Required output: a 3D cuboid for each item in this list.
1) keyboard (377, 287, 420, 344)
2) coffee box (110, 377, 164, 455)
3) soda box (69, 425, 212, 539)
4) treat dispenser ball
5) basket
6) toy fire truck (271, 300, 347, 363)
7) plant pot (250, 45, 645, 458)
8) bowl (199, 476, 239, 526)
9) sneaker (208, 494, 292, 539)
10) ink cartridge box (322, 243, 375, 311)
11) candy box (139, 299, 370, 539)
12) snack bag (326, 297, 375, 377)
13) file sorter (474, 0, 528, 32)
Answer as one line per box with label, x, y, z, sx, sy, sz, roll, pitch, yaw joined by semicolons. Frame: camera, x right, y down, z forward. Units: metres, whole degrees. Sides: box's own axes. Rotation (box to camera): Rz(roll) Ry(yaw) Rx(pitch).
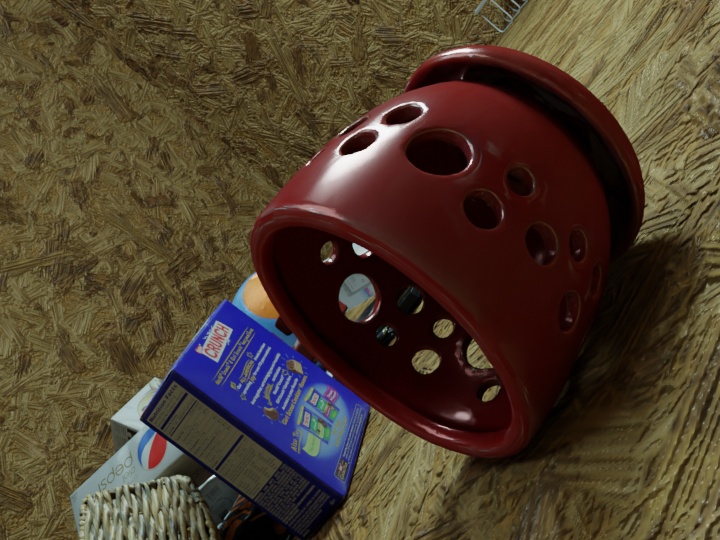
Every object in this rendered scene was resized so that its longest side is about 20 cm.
keyboard;0.014;0.104;1.093;0.201;0.020;0.127;-54;-1;18
coffee box;-0.260;0.252;1.265;0.113;0.196;0.081;-46;-34;-51
soda box;-0.217;0.215;0.898;0.199;0.068;0.064;-42;53;14
treat dispenser ball;-0.121;0.089;1.408;0.202;0.200;0.201;-52;5;7
basket;-0.188;0.323;0.809;0.202;0.139;0.151;-108;9;-50
toy fire truck;-0.085;0.124;1.045;0.201;0.111;0.168;-54;-2;20
plant pot;0.059;-0.022;0.512;0.184;0.200;0.200;-52;4;-24
bowl;-0.176;0.270;0.989;0.093;0.201;0.202;4;54;56
sneaker;-0.092;0.245;0.908;0.112;0.077;0.203;-32;31;62
ink cartridge box;0.000;0.000;1.284;0.198;0.068;0.117;-30;11;15
candy box;-0.098;0.142;0.842;0.077;0.199;0.170;-50;6;22
snack bag;-0.016;0.109;1.233;0.201;0.021;0.189;-53;2;2
file sorter;0.499;-0.925;2.815;0.202;0.124;0.139;-54;4;-9
